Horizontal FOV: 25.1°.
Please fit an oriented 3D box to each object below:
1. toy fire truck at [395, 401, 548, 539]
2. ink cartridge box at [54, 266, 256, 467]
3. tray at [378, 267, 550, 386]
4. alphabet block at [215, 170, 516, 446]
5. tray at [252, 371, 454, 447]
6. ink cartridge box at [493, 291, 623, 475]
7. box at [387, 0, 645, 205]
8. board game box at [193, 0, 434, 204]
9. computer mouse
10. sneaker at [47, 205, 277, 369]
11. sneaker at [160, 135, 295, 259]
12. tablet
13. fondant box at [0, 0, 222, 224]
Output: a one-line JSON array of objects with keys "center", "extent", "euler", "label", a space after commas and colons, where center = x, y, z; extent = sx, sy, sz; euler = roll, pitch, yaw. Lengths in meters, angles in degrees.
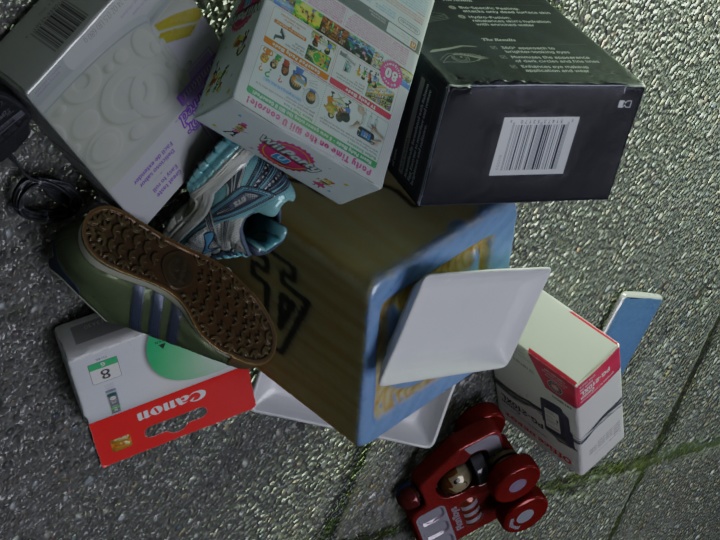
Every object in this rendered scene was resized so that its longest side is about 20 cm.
[{"center": [0.128, 0.266, 1.987], "extent": [0.167, 0.112, 0.201], "euler": [-29, 143, -6], "label": "toy fire truck"}, {"center": [-0.169, 0.101, 1.420], "extent": [0.160, 0.050, 0.201], "euler": [-20, 137, -12], "label": "ink cartridge box"}, {"center": [0.088, 0.042, 1.406], "extent": [0.199, 0.022, 0.108], "euler": [-3, 121, -52], "label": "tray"}, {"center": [0.000, 0.000, 1.460], "extent": [0.195, 0.200, 0.198], "euler": [-28, 140, -35], "label": "alphabet block"}, {"center": [-0.005, 0.109, 1.613], "extent": [0.198, 0.022, 0.108], "euler": [14, 109, -15], "label": "tray"}, {"center": [0.239, 0.135, 1.962], "extent": [0.084, 0.144, 0.201], "euler": [-40, 145, -20], "label": "ink cartridge box"}, {"center": [0.105, -0.155, 1.406], "extent": [0.195, 0.200, 0.118], "euler": [-2, 124, -26], "label": "box"}, {"center": [-0.029, -0.177, 1.256], "extent": [0.147, 0.064, 0.202], "euler": [30, 64, -28], "label": "board game box"}, {"center": [-0.259, -0.089, 1.193], "extent": [0.058, 0.034, 0.200], "euler": [-38, 153, -6], "label": "computer mouse"}, {"center": [-0.166, 0.020, 1.308], "extent": [0.200, 0.090, 0.068], "euler": [36, 55, -29], "label": "sneaker"}, {"center": [-0.110, -0.036, 1.336], "extent": [0.078, 0.086, 0.200], "euler": [-47, 176, -29], "label": "sneaker"}, {"center": [0.340, 0.118, 2.212], "extent": [0.130, 0.014, 0.201], "euler": [4, 116, -55], "label": "tablet"}, {"center": [-0.175, -0.144, 1.223], "extent": [0.145, 0.058, 0.200], "euler": [-50, 150, -10], "label": "fondant box"}]
